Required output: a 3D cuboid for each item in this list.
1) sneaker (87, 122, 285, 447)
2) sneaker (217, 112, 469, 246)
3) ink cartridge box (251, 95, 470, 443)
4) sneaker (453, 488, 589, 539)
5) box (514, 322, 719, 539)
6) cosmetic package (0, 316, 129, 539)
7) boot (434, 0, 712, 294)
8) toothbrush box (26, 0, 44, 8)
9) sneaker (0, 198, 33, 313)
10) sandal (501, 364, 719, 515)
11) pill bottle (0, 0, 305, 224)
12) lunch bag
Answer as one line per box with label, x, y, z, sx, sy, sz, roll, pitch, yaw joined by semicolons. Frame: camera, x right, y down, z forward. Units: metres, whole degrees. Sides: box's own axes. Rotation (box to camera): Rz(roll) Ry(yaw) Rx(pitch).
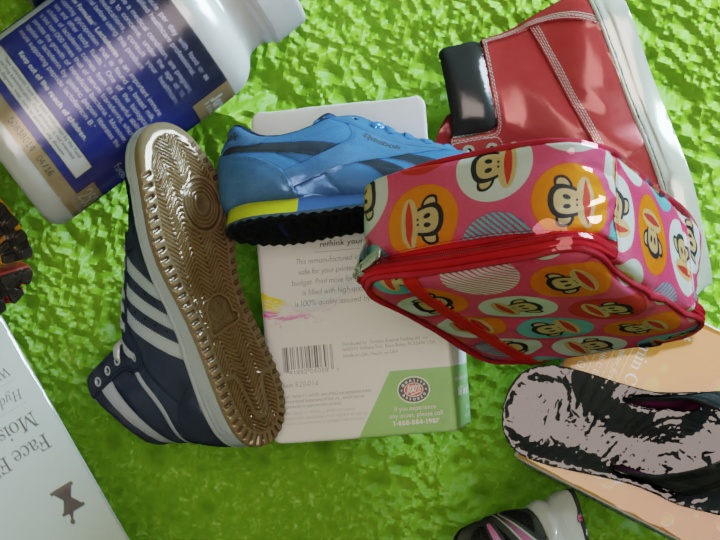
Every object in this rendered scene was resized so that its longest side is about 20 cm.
sneaker;-0.123;0.015;1.608;0.070;0.108;0.201;-27;103;-45
sneaker;0.015;-0.062;1.566;0.199;0.066;0.079;-3;70;6
ink cartridge box;0.000;0.000;1.636;0.116;0.067;0.202;-5;90;12
sneaker;0.102;0.228;1.561;0.086;0.081;0.201;-9;53;-5
box;0.209;0.105;1.627;0.199;0.097;0.125;26;87;7
cosmetic package;-0.250;0.161;1.556;0.164;0.165;0.201;-31;91;-30
boot;0.126;-0.060;1.659;0.144;0.072;0.201;-22;86;0
toothbrush box;-0.146;-0.255;1.606;0.200;0.146;0.085;-40;91;-3
sneaker;-0.273;-0.062;1.600;0.078;0.082;0.201;-34;116;-21
sandal;0.180;0.100;1.557;0.199;0.048;0.076;7;85;7
pill bottle;-0.138;-0.129;1.618;0.200;0.116;0.116;-37;91;-3
lunch bag;0.087;-0.006;1.512;0.175;0.200;0.083;-9;70;27
